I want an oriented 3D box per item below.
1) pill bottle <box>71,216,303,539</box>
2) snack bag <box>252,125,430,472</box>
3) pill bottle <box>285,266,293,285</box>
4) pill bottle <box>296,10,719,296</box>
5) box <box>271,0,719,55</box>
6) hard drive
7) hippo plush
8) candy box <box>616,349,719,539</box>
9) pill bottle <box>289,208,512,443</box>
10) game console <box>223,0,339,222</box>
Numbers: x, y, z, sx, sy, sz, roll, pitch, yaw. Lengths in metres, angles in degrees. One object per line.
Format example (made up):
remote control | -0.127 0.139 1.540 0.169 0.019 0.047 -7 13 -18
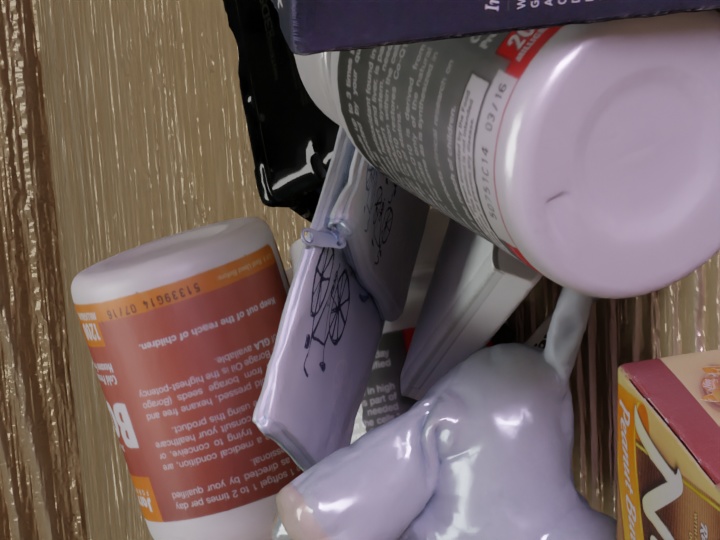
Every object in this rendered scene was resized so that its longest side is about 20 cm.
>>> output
pill bottle | -0.073 0.081 1.429 0.112 0.112 0.200 -168 60 -76
snack bag | 0.000 0.000 1.235 0.189 0.021 0.200 61 -135 -73
pill bottle | -0.010 0.099 1.541 0.114 0.114 0.200 -117 24 -54
pill bottle | 0.059 -0.073 1.050 0.200 0.114 0.114 35 132 56
box | 0.047 -0.179 0.959 0.197 0.200 0.118 -118 24 -54
hard drive | 0.065 -0.026 1.230 0.200 0.026 0.132 119 169 -69
hippo plush | 0.075 0.123 1.209 0.161 0.200 0.159 54 -175 9
candy box | 0.143 0.145 1.058 0.115 0.055 0.200 -125 30 -61
pill bottle | 0.028 0.076 1.373 0.114 0.114 0.200 135 126 -73
game console | -0.018 -0.140 1.640 0.176 0.116 0.200 -25 71 45
